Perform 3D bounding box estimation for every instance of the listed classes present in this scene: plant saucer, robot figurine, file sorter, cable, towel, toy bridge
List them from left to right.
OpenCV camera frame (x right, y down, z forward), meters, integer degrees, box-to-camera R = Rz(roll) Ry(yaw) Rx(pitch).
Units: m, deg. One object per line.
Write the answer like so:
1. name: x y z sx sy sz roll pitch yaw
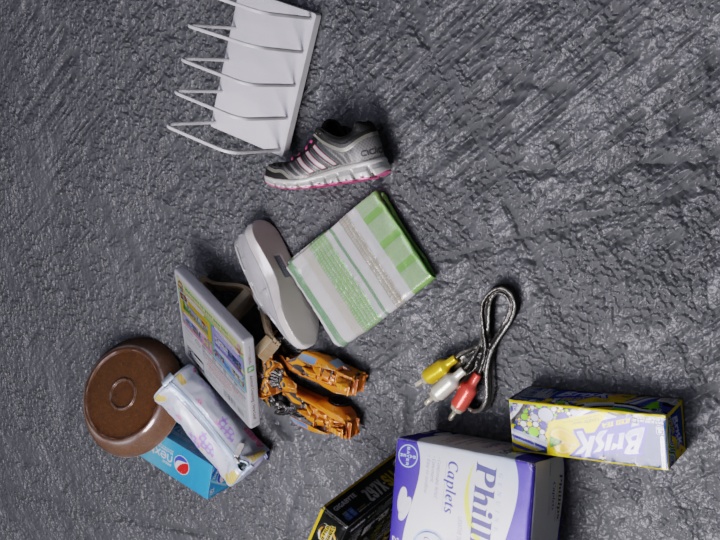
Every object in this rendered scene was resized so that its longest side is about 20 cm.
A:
1. plant saucer: -0.384 0.206 1.663 0.200 0.034 0.201 -7 73 23
2. toy bridge: -0.184 0.057 1.517 0.067 0.027 0.200 -48 52 -6
3. file sorter: -0.164 -0.269 1.362 0.139 0.124 0.200 25 110 27
4. robot figurine: -0.085 0.165 1.479 0.200 0.058 0.145 19 112 30
5. towel: 0.000 0.000 1.396 0.200 0.031 0.149 -37 83 34
6. cable: 0.152 0.114 1.299 0.097 0.050 0.200 43 125 17

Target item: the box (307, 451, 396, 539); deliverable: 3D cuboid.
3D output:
1. box: -0.005 0.352 1.385 0.049 0.200 0.160 35 121 21

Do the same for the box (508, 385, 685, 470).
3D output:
1. box: 0.283 0.187 1.217 0.200 0.064 0.070 1 103 36

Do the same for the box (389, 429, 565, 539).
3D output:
1. box: 0.148 0.313 1.294 0.200 0.105 0.184 4 89 33

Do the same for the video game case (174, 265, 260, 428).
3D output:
1. video game case: -0.215 0.114 1.517 0.200 0.022 0.182 41 144 38

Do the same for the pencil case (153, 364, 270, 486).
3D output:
1. pencil case: -0.234 0.242 1.575 0.083 0.091 0.200 -44 81 10

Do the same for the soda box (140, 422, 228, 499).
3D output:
1. soda box: -0.300 0.293 1.666 0.200 0.064 0.068 25 116 29

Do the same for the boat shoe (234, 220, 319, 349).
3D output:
1. boat shoe: -0.128 0.028 1.465 0.068 0.072 0.200 -34 83 41

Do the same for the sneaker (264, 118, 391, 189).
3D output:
1. sneaker: -0.048 -0.157 1.357 0.200 0.074 0.088 -5 94 37
